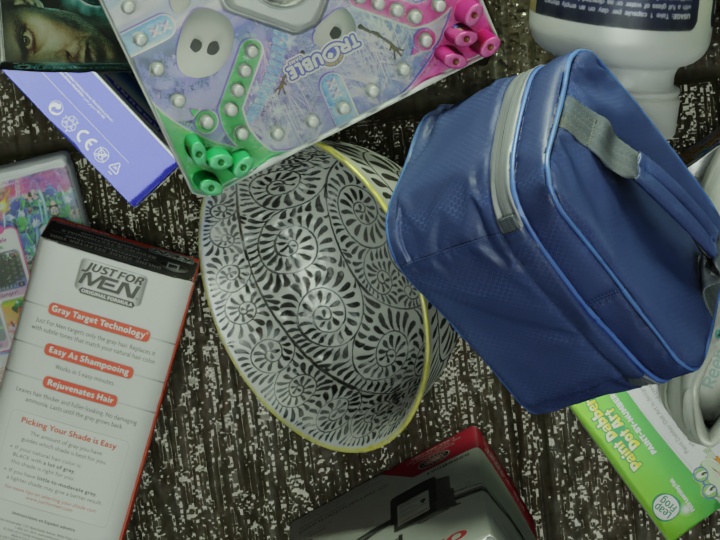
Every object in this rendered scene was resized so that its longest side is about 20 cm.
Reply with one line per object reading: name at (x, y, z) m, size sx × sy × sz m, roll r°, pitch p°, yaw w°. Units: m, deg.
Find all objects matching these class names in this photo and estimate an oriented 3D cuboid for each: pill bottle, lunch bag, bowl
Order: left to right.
bowl at (0.000, 0.000, 1.399) m, size 0.200 × 0.094 × 0.202 m, roll 23°, pitch 124°, yaw 39°
lunch bag at (0.128, -0.016, 1.314) m, size 0.132 × 0.136 × 0.200 m, roll -19°, pitch 128°, yaw 37°
pill bottle at (0.158, -0.182, 1.361) m, size 0.110 × 0.111 × 0.201 m, roll 5°, pitch 103°, yaw -1°

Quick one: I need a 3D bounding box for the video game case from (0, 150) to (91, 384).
video game case at (-0.257, 0.034, 1.463) m, size 0.199 × 0.024 × 0.183 m, roll -13°, pitch 103°, yaw 4°

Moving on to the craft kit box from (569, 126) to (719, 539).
craft kit box at (0.218, 0.038, 1.451) m, size 0.197 × 0.049 × 0.200 m, roll -35°, pitch 101°, yaw 6°

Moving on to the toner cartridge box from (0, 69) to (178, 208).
toner cartridge box at (-0.187, -0.131, 1.385) m, size 0.043 × 0.095 × 0.200 m, roll -42°, pitch 101°, yaw 10°

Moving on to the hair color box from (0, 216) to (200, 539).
hair color box at (-0.174, 0.079, 1.429) m, size 0.101 × 0.061 × 0.201 m, roll 17°, pitch 104°, yaw -3°

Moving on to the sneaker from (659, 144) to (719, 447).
sneaker at (0.233, 0.012, 1.378) m, size 0.075 × 0.089 × 0.201 m, roll 11°, pitch 103°, yaw -1°

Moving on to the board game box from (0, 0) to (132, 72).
board game box at (-0.155, -0.216, 1.340) m, size 0.134 × 0.028 × 0.201 m, roll -2°, pitch 83°, yaw -23°

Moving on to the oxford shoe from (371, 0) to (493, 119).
oxford shoe at (-0.014, -0.124, 1.398) m, size 0.199 × 0.073 × 0.085 m, roll -14°, pitch 109°, yaw 5°

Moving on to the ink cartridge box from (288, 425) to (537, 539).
ink cartridge box at (0.033, 0.190, 1.407) m, size 0.145 × 0.200 × 0.084 m, roll -28°, pitch 102°, yaw 7°

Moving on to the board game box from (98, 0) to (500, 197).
board game box at (-0.042, -0.167, 1.277) m, size 0.199 × 0.026 × 0.201 m, roll -27°, pitch 111°, yaw -6°
